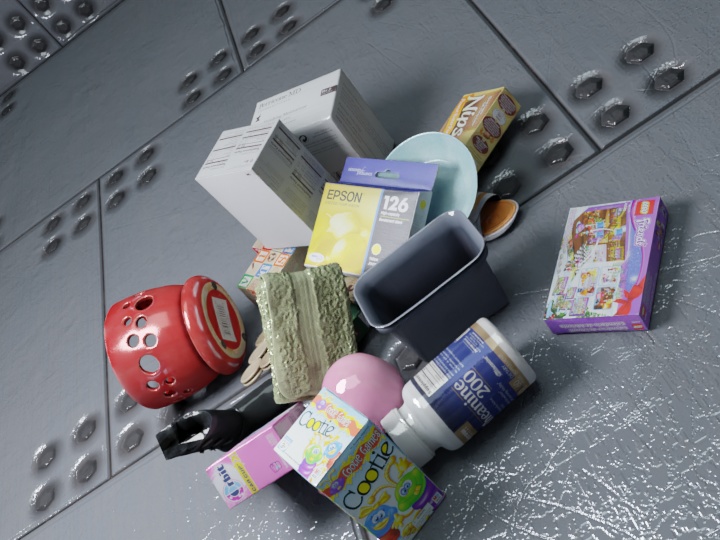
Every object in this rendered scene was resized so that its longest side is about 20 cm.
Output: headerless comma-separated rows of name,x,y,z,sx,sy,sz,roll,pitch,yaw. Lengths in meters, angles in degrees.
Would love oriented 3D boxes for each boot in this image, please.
boot,-0.197,0.218,1.402,0.165,0.200,0.066,-44,69,7

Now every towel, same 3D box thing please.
towel,-0.075,0.094,1.408,0.147,0.202,0.036,-10,0,-21

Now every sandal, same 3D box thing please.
sandal,0.155,-0.092,1.509,0.206,0.059,0.080,0,54,40

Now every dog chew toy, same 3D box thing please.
dog chew toy,-0.013,0.221,1.313,0.124,0.124,0.201,4,64,42

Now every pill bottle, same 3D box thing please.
pill bottle,0.127,0.167,1.246,0.200,0.111,0.111,-42,38,0

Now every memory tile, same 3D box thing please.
memory tile,-0.126,0.098,1.531,0.153,0.017,0.200,-39,19,29

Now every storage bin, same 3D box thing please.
storage bin,0.110,0.030,1.373,0.200,0.134,0.146,-37,38,5

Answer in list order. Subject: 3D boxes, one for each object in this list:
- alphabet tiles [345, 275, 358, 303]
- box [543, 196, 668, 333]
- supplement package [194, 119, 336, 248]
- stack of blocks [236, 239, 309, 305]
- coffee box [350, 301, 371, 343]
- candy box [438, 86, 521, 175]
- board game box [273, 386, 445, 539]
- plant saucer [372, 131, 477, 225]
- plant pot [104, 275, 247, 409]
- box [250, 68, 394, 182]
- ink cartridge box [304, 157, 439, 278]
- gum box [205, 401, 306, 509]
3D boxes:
alphabet tiles,0.000,0.000,1.533,0.199,0.006,0.166,-32,32,-27
box,0.340,-0.007,1.288,0.136,0.039,0.201,-6,50,38
supplement package,-0.150,-0.142,1.600,0.155,0.200,0.111,-3,51,44
stack of blocks,-0.140,-0.030,1.700,0.115,0.059,0.201,9,60,45
coffee box,-0.051,0.094,1.518,0.200,0.044,0.123,-50,38,-11
candy box,0.177,-0.218,1.597,0.201,0.055,0.115,-55,26,-17
board game box,0.002,0.259,1.194,0.103,0.200,0.105,-49,39,-11
plant saucer,0.107,-0.120,1.491,0.200,0.039,0.203,-11,71,33
plant pot,-0.310,0.115,1.597,0.182,0.201,0.201,-23,41,17
box,-0.073,-0.230,1.721,0.198,0.200,0.131,-16,45,29
ink cartridge box,0.016,-0.086,1.497,0.197,0.047,0.202,9,85,39
gum box,-0.131,0.258,1.335,0.113,0.066,0.200,-34,-3,8
